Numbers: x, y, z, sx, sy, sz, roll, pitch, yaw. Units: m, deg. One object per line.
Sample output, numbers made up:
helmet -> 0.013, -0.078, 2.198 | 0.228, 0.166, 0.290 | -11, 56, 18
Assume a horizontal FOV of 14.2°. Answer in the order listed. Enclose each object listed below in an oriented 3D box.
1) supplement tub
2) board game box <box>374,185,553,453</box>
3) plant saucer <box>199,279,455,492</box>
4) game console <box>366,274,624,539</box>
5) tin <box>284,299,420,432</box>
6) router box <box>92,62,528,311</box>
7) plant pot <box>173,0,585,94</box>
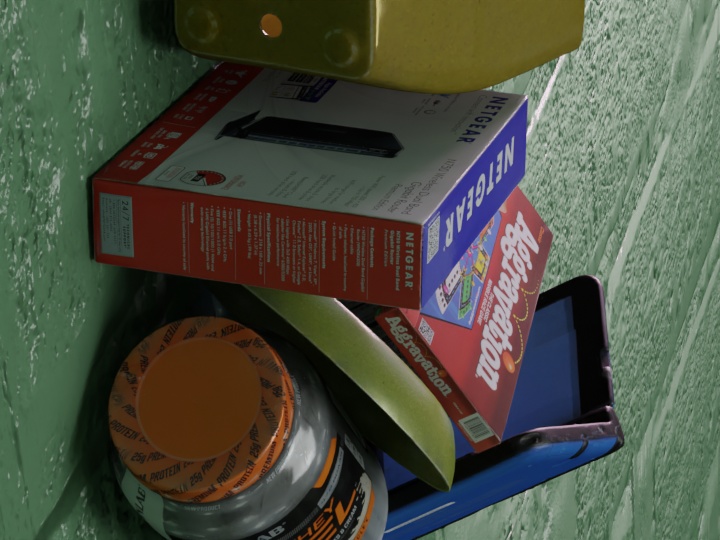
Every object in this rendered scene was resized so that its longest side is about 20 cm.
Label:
supplement tub -> -0.062, 0.104, 1.559 | 0.200, 0.122, 0.123 | 57, 43, -64
board game box -> 0.061, 0.002, 1.623 | 0.103, 0.019, 0.200 | 53, 30, -24
plant saucer -> -0.017, 0.043, 1.569 | 0.031, 0.200, 0.200 | -48, 156, -8
game console -> 0.045, 0.089, 1.719 | 0.170, 0.199, 0.119 | 1, 65, -60
tin -> 0.000, 0.000, 1.659 | 0.201, 0.112, 0.042 | 63, 29, -3
router box -> -0.022, -0.050, 1.526 | 0.200, 0.179, 0.049 | -51, 145, -61
plant pot -> -0.003, -0.191, 1.528 | 0.200, 0.195, 0.195 | -41, 136, -56
